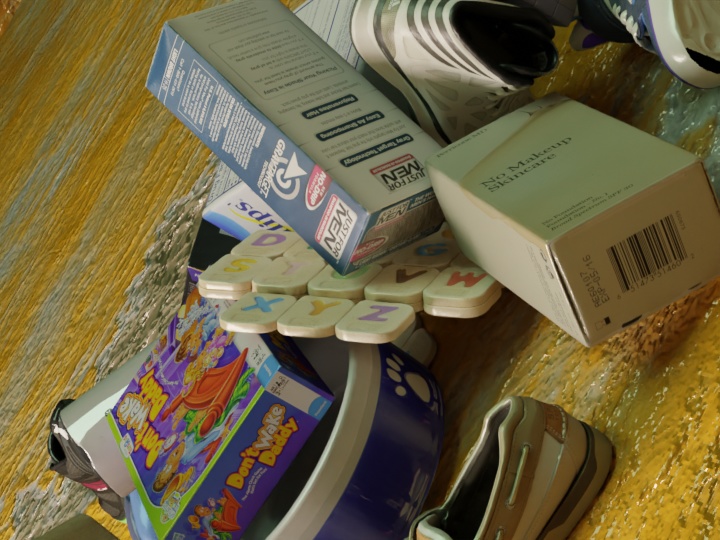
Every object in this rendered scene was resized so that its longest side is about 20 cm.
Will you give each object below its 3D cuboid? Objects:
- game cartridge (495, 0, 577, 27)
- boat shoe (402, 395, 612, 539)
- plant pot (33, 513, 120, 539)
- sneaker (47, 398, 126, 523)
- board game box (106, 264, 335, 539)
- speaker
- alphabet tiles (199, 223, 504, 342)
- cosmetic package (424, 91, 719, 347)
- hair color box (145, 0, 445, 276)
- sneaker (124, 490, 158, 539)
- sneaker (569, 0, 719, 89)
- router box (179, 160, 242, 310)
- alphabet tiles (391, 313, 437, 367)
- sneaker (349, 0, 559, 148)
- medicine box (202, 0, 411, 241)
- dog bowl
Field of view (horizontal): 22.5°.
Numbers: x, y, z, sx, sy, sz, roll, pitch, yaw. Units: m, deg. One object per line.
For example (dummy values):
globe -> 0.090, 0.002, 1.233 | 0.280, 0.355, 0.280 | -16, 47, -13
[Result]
game cartridge -> 0.031, -0.200, 1.189 | 0.200, 0.130, 0.038 | 16, 83, 43
boat shoe -> 0.057, 0.160, 1.006 | 0.200, 0.068, 0.075 | -59, 23, -1
plant pot -> -0.188, 0.279, 1.168 | 0.177, 0.200, 0.200 | -49, -6, -28
sneaker -> -0.209, 0.146, 1.471 | 0.200, 0.084, 0.077 | 93, -163, -63
board game box -> -0.097, 0.091, 1.191 | 0.135, 0.045, 0.200 | -56, 24, 5
speaker -> -0.119, 0.076, 1.332 | 0.200, 0.081, 0.081 | -38, 24, -2
alphabet tiles -> 0.000, 0.000, 1.185 | 0.200, 0.015, 0.196 | 4, 22, 24
cosmetic package -> 0.124, -0.036, 1.062 | 0.103, 0.073, 0.200 | -29, 23, -9
hair color box -> -0.038, -0.093, 1.186 | 0.100, 0.200, 0.061 | -25, -30, -42
sneaker -> -0.121, 0.134, 1.391 | 0.082, 0.074, 0.200 | -27, 39, 47
sneaker -> 0.184, -0.162, 1.150 | 0.146, 0.080, 0.200 | -48, 29, 48
router box -> -0.100, -0.037, 1.499 | 0.157, 0.052, 0.200 | 106, 179, -58
alphabet tiles -> -0.020, 0.106, 1.294 | 0.196, 0.015, 0.200 | -54, 24, 11
sneaker -> 0.088, -0.118, 1.175 | 0.115, 0.200, 0.076 | 17, 78, 40
medicine box -> -0.009, -0.123, 1.367 | 0.200, 0.103, 0.182 | -30, 36, 48
dog bowl -> -0.037, 0.128, 1.185 | 0.200, 0.079, 0.200 | -43, 29, 31
